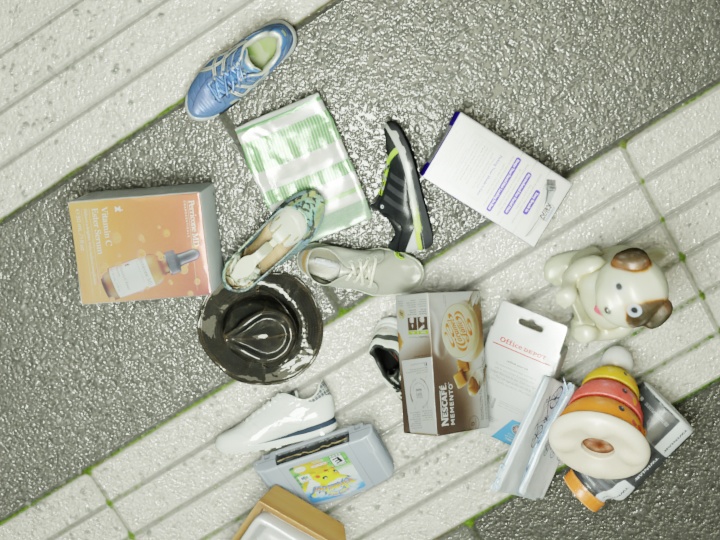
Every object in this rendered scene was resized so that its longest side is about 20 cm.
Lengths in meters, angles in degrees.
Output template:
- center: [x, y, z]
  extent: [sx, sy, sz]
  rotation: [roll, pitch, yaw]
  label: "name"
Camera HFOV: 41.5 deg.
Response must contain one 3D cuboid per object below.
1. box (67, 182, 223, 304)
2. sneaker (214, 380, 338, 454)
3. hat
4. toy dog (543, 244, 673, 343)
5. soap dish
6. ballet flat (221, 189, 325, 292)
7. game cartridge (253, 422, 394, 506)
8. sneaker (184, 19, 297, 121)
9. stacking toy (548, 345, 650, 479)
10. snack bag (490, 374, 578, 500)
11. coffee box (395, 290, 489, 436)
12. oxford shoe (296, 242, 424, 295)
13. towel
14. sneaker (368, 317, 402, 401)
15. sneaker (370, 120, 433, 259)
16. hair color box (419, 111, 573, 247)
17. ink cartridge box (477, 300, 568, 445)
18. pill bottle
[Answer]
- center: [-0.313, -0.042, 1.408]
  extent: [0.196, 0.106, 0.155]
  rotation: [-5, 102, 4]
  label: "box"
- center: [-0.136, 0.234, 1.490]
  extent: [0.196, 0.076, 0.082]
  rotation: [-15, 93, -2]
  label: "sneaker"
- center: [-0.156, 0.097, 1.449]
  extent: [0.196, 0.081, 0.205]
  rotation: [0, 103, 2]
  label: "hat"
- center: [0.372, 0.032, 1.356]
  extent: [0.190, 0.200, 0.142]
  rotation: [-17, 93, 1]
  label: "toy dog"
- center: [-0.121, 0.435, 1.487]
  extent: [0.156, 0.082, 0.201]
  rotation: [30, 129, -4]
  label: "soap dish"
- center: [-0.129, -0.037, 1.397]
  extent: [0.074, 0.074, 0.200]
  rotation: [43, 102, -7]
  label: "ballet flat"
- center: [-0.052, 0.310, 1.484]
  extent: [0.197, 0.041, 0.134]
  rotation: [-20, 136, 9]
  label: "game cartridge"
- center: [-0.179, -0.291, 1.370]
  extent: [0.199, 0.077, 0.076]
  rotation: [-40, 100, 10]
  label: "sneaker"
- center: [0.364, 0.189, 1.404]
  extent: [0.143, 0.202, 0.148]
  rotation: [14, 141, 12]
  label: "stacking toy"
- center: [0.272, 0.250, 1.414]
  extent: [0.021, 0.199, 0.191]
  rotation: [25, 88, 33]
  label: "snack bag"
- center: [0.120, 0.134, 1.402]
  extent: [0.113, 0.079, 0.204]
  rotation: [0, 85, -38]
  label: "coffee box"
- center: [0.000, 0.000, 1.438]
  extent: [0.196, 0.058, 0.077]
  rotation: [9, 99, -3]
  label: "oxford shoe"
- center: [-0.087, -0.144, 1.415]
  extent: [0.150, 0.023, 0.203]
  rotation: [-21, 98, 10]
  label: "towel"
- center: [0.071, 0.174, 1.455]
  extent: [0.073, 0.080, 0.202]
  rotation: [-29, 99, 28]
  label: "sneaker"
- center: [0.050, -0.116, 1.402]
  extent: [0.081, 0.072, 0.204]
  rotation: [-14, 97, 8]
  label: "sneaker"
- center: [0.198, -0.135, 1.400]
  extent: [0.198, 0.065, 0.110]
  rotation: [32, 98, -5]
  label: "hair color box"
- center: [0.240, 0.154, 1.441]
  extent: [0.114, 0.066, 0.204]
  rotation: [22, 103, 21]
  label: "ink cartridge box"
- center: [0.405, 0.278, 1.463]
  extent: [0.106, 0.106, 0.200]
  rotation: [41, 100, -7]
  label: "pill bottle"
